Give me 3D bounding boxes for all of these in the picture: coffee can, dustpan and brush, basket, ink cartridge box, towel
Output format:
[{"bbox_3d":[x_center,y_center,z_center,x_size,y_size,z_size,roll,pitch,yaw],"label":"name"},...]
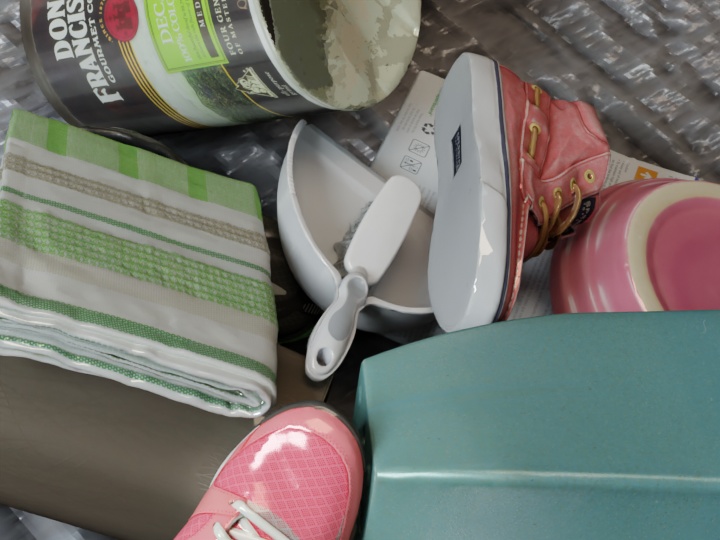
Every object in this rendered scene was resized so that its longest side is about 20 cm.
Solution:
[{"bbox_3d":[-0.084,-0.158,1.002,0.199,0.147,0.147,-4,33,40],"label":"coffee can"},{"bbox_3d":[0.000,0.000,0.898,0.139,0.057,0.201,35,46,-7],"label":"dustpan and brush"},{"bbox_3d":[-0.123,0.069,0.852,0.198,0.137,0.180,20,11,2],"label":"basket"},{"bbox_3d":[0.093,-0.018,1.033,0.198,0.041,0.200,22,48,6],"label":"ink cartridge box"},{"bbox_3d":[-0.114,-0.006,0.830,0.148,0.031,0.201,19,26,-16],"label":"towel"}]

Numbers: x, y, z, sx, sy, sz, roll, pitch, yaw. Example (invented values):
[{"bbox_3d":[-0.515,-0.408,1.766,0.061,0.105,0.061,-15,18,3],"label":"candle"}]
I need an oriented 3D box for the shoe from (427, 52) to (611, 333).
[{"bbox_3d":[0.091,-0.036,0.919,0.090,0.072,0.201,18,43,-15],"label":"shoe"}]

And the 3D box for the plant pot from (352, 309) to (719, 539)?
[{"bbox_3d":[0.094,0.108,0.827,0.198,0.142,0.142,4,33,-7],"label":"plant pot"}]

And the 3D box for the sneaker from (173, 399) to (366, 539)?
[{"bbox_3d":[-0.063,0.150,0.751,0.073,0.201,0.087,36,7,0],"label":"sneaker"}]

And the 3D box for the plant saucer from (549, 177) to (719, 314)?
[{"bbox_3d":[0.207,0.023,0.973,0.199,0.051,0.202,15,51,-18],"label":"plant saucer"}]

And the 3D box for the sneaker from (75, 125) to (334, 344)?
[{"bbox_3d":[-0.100,-0.021,0.962,0.199,0.084,0.077,30,91,22],"label":"sneaker"}]
